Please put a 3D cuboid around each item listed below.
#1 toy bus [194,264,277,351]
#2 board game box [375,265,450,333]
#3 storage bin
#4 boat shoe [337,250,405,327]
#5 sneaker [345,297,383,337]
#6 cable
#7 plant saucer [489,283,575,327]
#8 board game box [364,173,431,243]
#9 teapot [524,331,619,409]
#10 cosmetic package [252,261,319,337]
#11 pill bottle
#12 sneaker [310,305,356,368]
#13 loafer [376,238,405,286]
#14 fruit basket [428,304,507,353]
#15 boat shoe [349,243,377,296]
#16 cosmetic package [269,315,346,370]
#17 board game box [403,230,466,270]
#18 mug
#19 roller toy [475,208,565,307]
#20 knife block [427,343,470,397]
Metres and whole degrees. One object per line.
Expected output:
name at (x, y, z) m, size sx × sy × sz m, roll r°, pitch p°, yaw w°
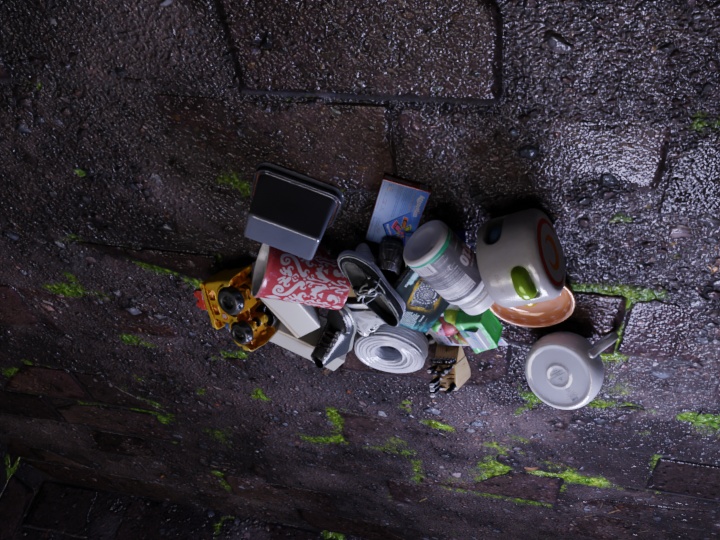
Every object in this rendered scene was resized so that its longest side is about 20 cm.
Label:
toy bus at (-0.329, 0.094, 1.833) m, size 0.191 × 0.136 × 0.201 m, roll -3°, pitch 110°, yaw 31°
board game box at (0.134, 0.061, 1.636) m, size 0.134 × 0.028 × 0.200 m, roll 18°, pitch 136°, yaw -15°
storage bin at (-0.155, -0.112, 1.543) m, size 0.199 × 0.135 × 0.146 m, roll 21°, pitch 143°, yaw -6°
boat shoe at (0.019, 0.044, 1.577) m, size 0.073 × 0.068 × 0.200 m, roll -28°, pitch 110°, yaw 30°
sneaker at (0.053, 0.112, 1.794) m, size 0.199 × 0.076 × 0.116 m, roll 10°, pitch 133°, yaw 23°
cable at (0.081, 0.203, 1.916) m, size 0.199 × 0.070 × 0.200 m, roll 20°, pitch 143°, yaw -6°
plant saucer at (0.386, 0.058, 1.647) m, size 0.199 × 0.038 × 0.201 m, roll 9°, pitch 143°, yaw 7°
board game box at (0.077, -0.120, 1.544) m, size 0.102 × 0.020 × 0.200 m, roll 17°, pitch 143°, yaw -1°
teapot at (0.503, 0.225, 1.737) m, size 0.199 × 0.146 × 0.199 m, roll 14°, pitch 114°, yaw 34°
cosmetic package at (-0.181, 0.061, 1.777) m, size 0.073 × 0.104 × 0.200 m, roll -27°, pitch 129°, yaw 14°
pill bottle at (0.191, -0.002, 1.492) m, size 0.113 × 0.114 × 0.200 m, roll -23°, pitch 127°, yaw 40°
sneaker at (-0.070, 0.166, 1.805) m, size 0.075 × 0.106 × 0.201 m, roll 34°, pitch 146°, yaw 29°
loafer at (0.065, 0.005, 1.652) m, size 0.072 × 0.073 × 0.200 m, roll 9°, pitch 154°, yaw 12°
fruit basket at (0.235, 0.139, 1.761) m, size 0.199 × 0.094 × 0.185 m, roll -8°, pitch 137°, yaw 33°
boat shoe at (0.000, 0.000, 1.690) m, size 0.070 × 0.070 × 0.200 m, roll -1°, pitch 154°, yaw -13°
cosmetic package at (-0.132, 0.174, 1.930) m, size 0.199 × 0.104 × 0.073 m, roll 26°, pitch 142°, yaw -15°
board game box at (0.168, -0.005, 1.620) m, size 0.133 × 0.045 × 0.201 m, roll -2°, pitch 141°, yaw 7°
mug at (-0.126, -0.005, 1.624) m, size 0.199 × 0.179 × 0.133 m, roll 14°, pitch 175°, yaw -18°
roller toy at (0.317, -0.022, 1.448) m, size 0.139 × 0.184 × 0.199 m, roll -15°, pitch 167°, yaw 32°
knife block at (0.227, 0.282, 1.877) m, size 0.064 × 0.176 × 0.201 m, roll -1°, pitch 141°, yaw 22°
